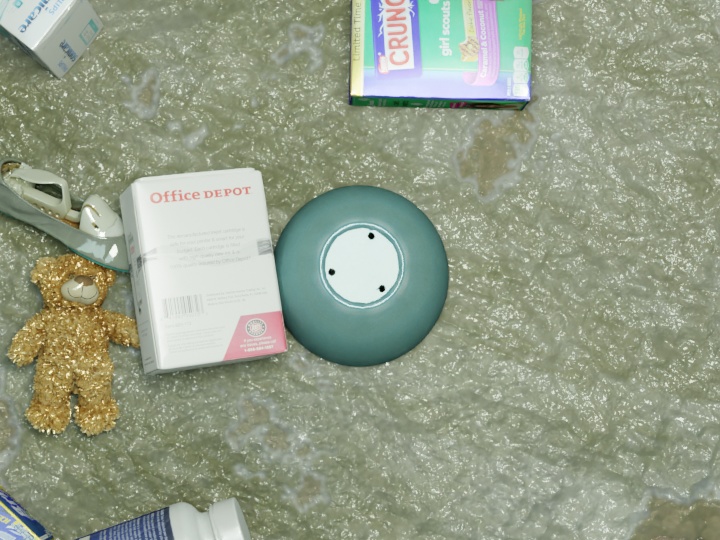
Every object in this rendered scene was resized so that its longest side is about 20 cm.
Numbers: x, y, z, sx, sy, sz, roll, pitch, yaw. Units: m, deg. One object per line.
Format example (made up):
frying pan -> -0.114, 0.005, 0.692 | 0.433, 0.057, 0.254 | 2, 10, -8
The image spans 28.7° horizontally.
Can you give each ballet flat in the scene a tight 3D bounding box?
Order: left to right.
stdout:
ballet flat -> -0.314, -0.063, 1.533 | 0.199, 0.068, 0.064 | 25, 125, 3

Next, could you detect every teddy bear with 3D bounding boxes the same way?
teddy bear -> -0.309, 0.081, 1.527 | 0.144, 0.067, 0.202 | 18, 86, -2

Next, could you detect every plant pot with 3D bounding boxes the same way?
plant pot -> 0.000, 0.000, 1.506 | 0.198, 0.135, 0.202 | 0, 85, -1

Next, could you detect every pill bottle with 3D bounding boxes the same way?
pill bottle -> -0.214, 0.311, 1.486 | 0.199, 0.111, 0.112 | -19, 86, -2

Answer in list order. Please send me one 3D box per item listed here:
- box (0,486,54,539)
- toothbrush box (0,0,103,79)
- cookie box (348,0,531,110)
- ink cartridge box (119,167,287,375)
box -> -0.427, 0.247, 1.512 | 0.200, 0.064, 0.070 | 43, 86, 2
toothbrush box -> -0.388, -0.311, 1.519 | 0.200, 0.146, 0.085 | 39, 86, 3
cookie box -> 0.087, -0.267, 1.560 | 0.198, 0.075, 0.173 | 1, 86, 0
ink cartridge box -> -0.169, 0.001, 1.510 | 0.145, 0.083, 0.202 | -7, 84, -22
